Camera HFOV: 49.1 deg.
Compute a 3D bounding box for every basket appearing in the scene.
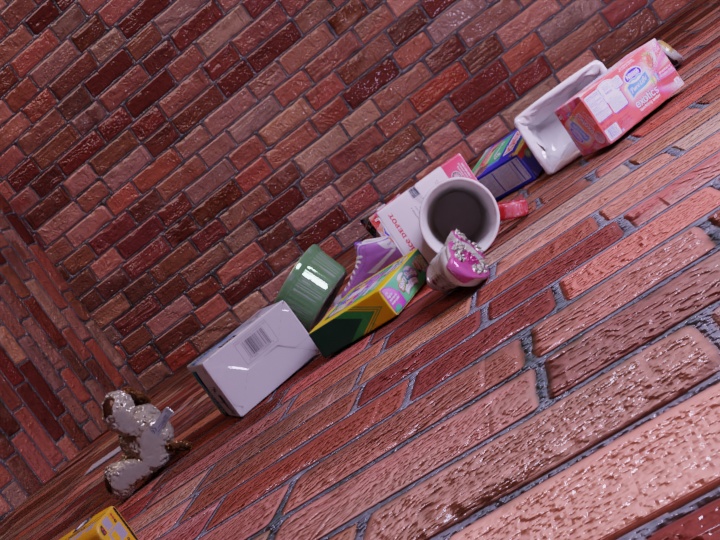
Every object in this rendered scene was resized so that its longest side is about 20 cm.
[{"bbox_3d":[0.420,-0.302,1.572,0.199,0.136,0.123,-35,1,14],"label":"basket"}]

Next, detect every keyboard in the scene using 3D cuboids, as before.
[{"bbox_3d":[-0.733,0.542,2.322,0.199,0.011,0.056,-35,5,17],"label":"keyboard"}]

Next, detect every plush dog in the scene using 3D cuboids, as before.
[{"bbox_3d":[-0.407,0.312,1.498,0.158,0.203,0.172,-3,6,-17],"label":"plush dog"}]

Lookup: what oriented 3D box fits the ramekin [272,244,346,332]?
[{"bbox_3d":[-0.114,0.051,1.793,0.201,0.097,0.200,-59,-5,-8],"label":"ramekin"}]

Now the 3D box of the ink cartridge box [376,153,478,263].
[{"bbox_3d":[0.149,-0.109,1.542,0.199,0.146,0.084,-35,3,4],"label":"ink cartridge box"}]

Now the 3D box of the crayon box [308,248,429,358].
[{"bbox_3d":[0.022,0.055,1.395,0.172,0.059,0.200,-32,7,31],"label":"crayon box"}]

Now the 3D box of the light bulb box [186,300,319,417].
[{"bbox_3d":[-0.210,0.171,1.520,0.198,0.125,0.200,-38,6,-22],"label":"light bulb box"}]

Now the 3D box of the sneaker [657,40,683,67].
[{"bbox_3d":[0.664,-0.460,1.793,0.088,0.076,0.200,-49,-2,7],"label":"sneaker"}]

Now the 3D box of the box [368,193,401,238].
[{"bbox_3d":[0.103,-0.116,1.984,0.102,0.095,0.200,-38,-9,10],"label":"box"}]

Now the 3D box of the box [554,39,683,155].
[{"bbox_3d":[0.464,-0.311,1.422,0.199,0.103,0.095,-38,6,-16],"label":"box"}]

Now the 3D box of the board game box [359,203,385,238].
[{"bbox_3d":[0.068,-0.120,2.305,0.034,0.127,0.200,-37,5,-14],"label":"board game box"}]

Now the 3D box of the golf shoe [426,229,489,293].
[{"bbox_3d":[0.134,0.003,1.133,0.092,0.075,0.200,-50,-1,14],"label":"golf shoe"}]

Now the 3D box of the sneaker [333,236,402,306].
[{"bbox_3d":[0.000,0.000,1.744,0.200,0.115,0.073,-36,6,14],"label":"sneaker"}]

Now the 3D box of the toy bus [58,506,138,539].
[{"bbox_3d":[-0.388,0.392,1.042,0.199,0.065,0.078,-35,7,13],"label":"toy bus"}]

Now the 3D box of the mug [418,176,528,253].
[{"bbox_3d":[0.190,-0.085,1.378,0.200,0.175,0.135,-42,-29,-83],"label":"mug"}]

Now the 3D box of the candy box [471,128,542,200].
[{"bbox_3d":[0.334,-0.241,1.761,0.199,0.077,0.170,-29,19,52],"label":"candy box"}]
